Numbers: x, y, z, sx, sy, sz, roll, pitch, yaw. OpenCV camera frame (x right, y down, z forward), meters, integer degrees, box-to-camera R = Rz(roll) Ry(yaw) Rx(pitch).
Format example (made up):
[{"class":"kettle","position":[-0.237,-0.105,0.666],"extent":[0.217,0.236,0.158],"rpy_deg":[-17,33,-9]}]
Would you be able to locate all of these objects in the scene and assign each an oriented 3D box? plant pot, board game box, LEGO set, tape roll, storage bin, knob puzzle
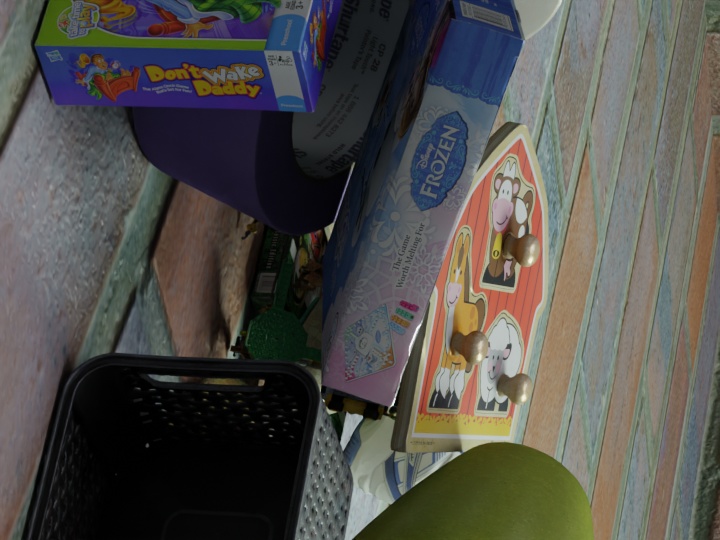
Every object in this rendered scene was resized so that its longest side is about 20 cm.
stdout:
[{"class":"plant pot","position":[0.062,0.195,1.648],"extent":[0.200,0.186,0.188],"rpy_deg":[-59,149,-48]},{"class":"board game box","position":[-0.034,0.037,1.870],"extent":[0.200,0.023,0.105],"rpy_deg":[75,24,-52]},{"class":"LEGO set","position":[0.000,0.000,1.748],"extent":[0.116,0.153,0.201],"rpy_deg":[117,-22,-77]},{"class":"tape roll","position":[-0.032,-0.126,1.556],"extent":[0.200,0.085,0.200],"rpy_deg":[-47,152,-35]},{"class":"board game box","position":[0.028,-0.057,1.478],"extent":[0.200,0.043,0.200],"rpy_deg":[-93,-160,-72]},{"class":"storage bin","position":[-0.088,0.151,1.409],"extent":[0.094,0.135,0.201],"rpy_deg":[71,25,-56]},{"class":"knob puzzle","position":[0.083,0.012,1.709],"extent":[0.220,0.030,0.220],"rpy_deg":[-38,134,-55]},{"class":"board game box","position":[-0.072,-0.169,1.432],"extent":[0.045,0.134,0.201],"rpy_deg":[76,20,-50]}]

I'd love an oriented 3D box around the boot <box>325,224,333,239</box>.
[{"class":"boot","position":[0.019,-0.062,1.902],"extent":[0.200,0.107,0.075],"rpy_deg":[53,38,-73]}]

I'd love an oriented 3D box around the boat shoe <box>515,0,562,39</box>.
[{"class":"boat shoe","position":[0.047,-0.181,1.858],"extent":[0.075,0.200,0.093],"rpy_deg":[37,43,-38]}]

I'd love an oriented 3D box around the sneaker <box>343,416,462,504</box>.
[{"class":"sneaker","position":[0.056,0.087,1.886],"extent":[0.075,0.088,0.200],"rpy_deg":[-52,171,-42]}]

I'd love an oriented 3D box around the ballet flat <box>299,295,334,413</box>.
[{"class":"ballet flat","position":[0.001,0.033,1.812],"extent":[0.068,0.062,0.200],"rpy_deg":[81,30,-45]}]

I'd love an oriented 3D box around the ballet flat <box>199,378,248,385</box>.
[{"class":"ballet flat","position":[-0.053,0.113,1.708],"extent":[0.200,0.070,0.071],"rpy_deg":[62,32,-64]}]
